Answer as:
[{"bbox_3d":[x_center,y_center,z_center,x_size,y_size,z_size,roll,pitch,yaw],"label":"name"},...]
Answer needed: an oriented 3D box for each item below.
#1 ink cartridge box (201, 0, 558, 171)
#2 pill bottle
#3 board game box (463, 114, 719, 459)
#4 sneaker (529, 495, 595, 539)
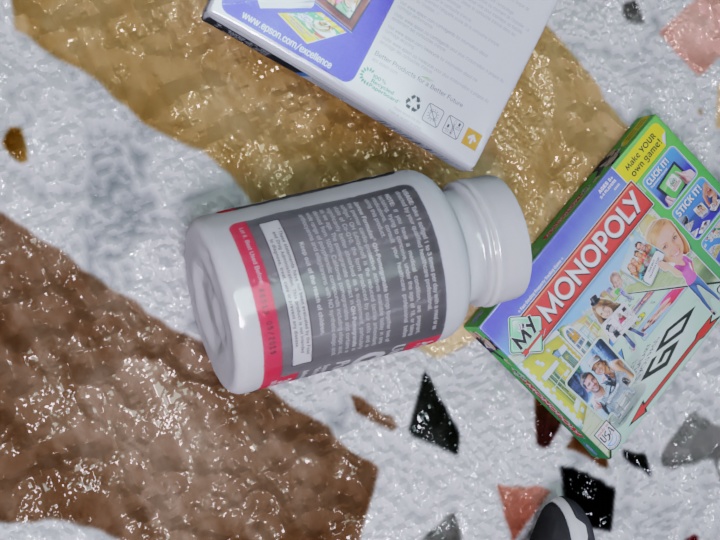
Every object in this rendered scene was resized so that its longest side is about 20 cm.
[{"bbox_3d":[0.031,-0.195,0.880,0.198,0.043,0.201,29,87,-18],"label":"ink cartridge box"},{"bbox_3d":[0.000,0.000,0.880,0.199,0.111,0.111,-14,93,-18],"label":"pill bottle"},{"bbox_3d":[0.182,0.010,0.983,0.135,0.029,0.200,44,76,-13],"label":"board game box"},{"bbox_3d":[0.093,0.239,0.924,0.082,0.072,0.201,19,78,-8],"label":"sneaker"}]
